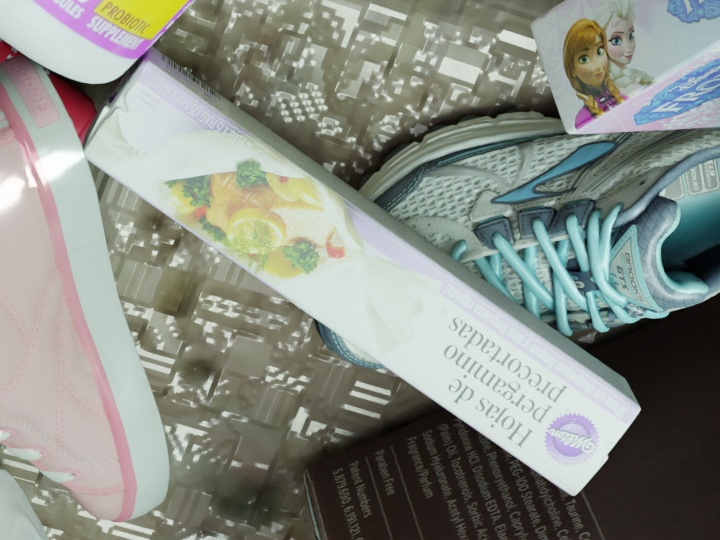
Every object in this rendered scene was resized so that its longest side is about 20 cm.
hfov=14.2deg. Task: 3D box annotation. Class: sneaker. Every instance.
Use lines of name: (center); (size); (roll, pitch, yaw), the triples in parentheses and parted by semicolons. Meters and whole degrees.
sneaker: (-0.130, 0.024, 0.951); (0.105, 0.075, 0.200); (-26, 140, -15)
sneaker: (0.077, -0.015, 0.987); (0.200, 0.086, 0.078); (-23, 115, 3)

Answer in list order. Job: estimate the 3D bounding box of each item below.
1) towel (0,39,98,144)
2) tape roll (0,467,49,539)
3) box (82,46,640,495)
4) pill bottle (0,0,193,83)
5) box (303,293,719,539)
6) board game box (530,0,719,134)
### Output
towel: (-0.205, -0.051, 0.966); (0.200, 0.022, 0.145); (33, 105, -20)
tape roll: (-0.125, 0.171, 0.979); (0.071, 0.202, 0.203); (-17, 115, 0)
box: (0.000, 0.000, 0.944); (0.200, 0.041, 0.039); (35, 100, -10)
pill bottle: (-0.050, -0.160, 0.893); (0.104, 0.104, 0.200); (39, 104, -22)
box: (0.107, 0.133, 1.015); (0.200, 0.164, 0.166); (-23, 115, 2)
board game box: (0.189, -0.100, 0.880); (0.199, 0.041, 0.200); (-5, 162, -41)
